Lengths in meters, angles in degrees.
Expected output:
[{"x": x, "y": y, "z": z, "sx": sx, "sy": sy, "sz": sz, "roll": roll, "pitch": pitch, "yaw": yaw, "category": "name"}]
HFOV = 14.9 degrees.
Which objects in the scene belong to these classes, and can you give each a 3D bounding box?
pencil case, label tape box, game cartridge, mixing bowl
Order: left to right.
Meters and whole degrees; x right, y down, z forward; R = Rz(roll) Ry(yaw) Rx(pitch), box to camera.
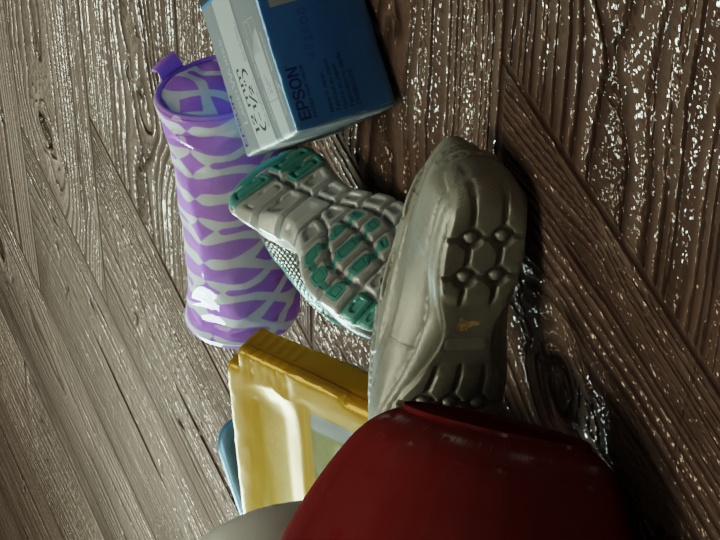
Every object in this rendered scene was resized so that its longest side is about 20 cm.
[{"x": -0.089, "y": -0.045, "z": 1.789, "sx": 0.085, "sy": 0.084, "sz": 0.200, "roll": 17, "pitch": 130, "yaw": 29, "category": "pencil case"}, {"x": -0.053, "y": -0.143, "z": 1.599, "sx": 0.200, "sy": 0.066, "sz": 0.144, "roll": 165, "pitch": 87, "yaw": -73, "category": "label tape box"}, {"x": 0.015, "y": 0.133, "z": 1.548, "sx": 0.200, "sy": 0.032, "sz": 0.177, "roll": 22, "pitch": 137, "yaw": 26, "category": "game cartridge"}, {"x": 0.055, "y": 0.127, "z": 1.349, "sx": 0.200, "sy": 0.200, "sz": 0.109, "roll": -161, "pitch": 83, "yaw": -71, "category": "mixing bowl"}]

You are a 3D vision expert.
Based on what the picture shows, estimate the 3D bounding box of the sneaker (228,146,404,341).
[{"x": 0.000, "y": 0.000, "z": 1.597, "sx": 0.091, "sy": 0.078, "sz": 0.200, "roll": 57, "pitch": 174, "yaw": -34, "category": "sneaker"}]

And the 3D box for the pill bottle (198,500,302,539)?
[{"x": -0.021, "y": 0.230, "z": 1.457, "sx": 0.113, "sy": 0.113, "sz": 0.200, "roll": 103, "pitch": 154, "yaw": -62, "category": "pill bottle"}]

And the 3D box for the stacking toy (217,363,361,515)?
[{"x": 0.015, "y": 0.122, "z": 1.634, "sx": 0.200, "sy": 0.116, "sz": 0.110, "roll": -4, "pitch": 109, "yaw": 60, "category": "stacking toy"}]

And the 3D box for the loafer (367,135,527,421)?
[{"x": 0.041, "y": 0.026, "z": 1.417, "sx": 0.070, "sy": 0.070, "sz": 0.200, "roll": -118, "pitch": 37, "yaw": -53, "category": "loafer"}]
